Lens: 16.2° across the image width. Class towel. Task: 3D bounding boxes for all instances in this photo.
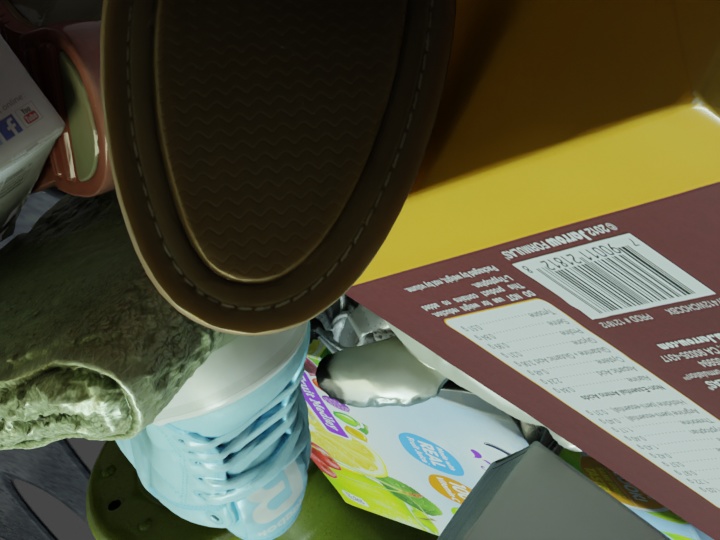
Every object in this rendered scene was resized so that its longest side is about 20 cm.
[{"bbox_3d":[-0.083,0.007,0.811,0.036,0.148,0.200,53,148,-16],"label":"towel"}]

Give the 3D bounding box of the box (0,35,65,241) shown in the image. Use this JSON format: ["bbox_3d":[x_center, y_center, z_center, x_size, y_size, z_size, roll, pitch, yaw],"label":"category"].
[{"bbox_3d":[-0.174,-0.099,0.817,0.200,0.036,0.144,55,161,3],"label":"box"}]

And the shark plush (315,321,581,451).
[{"bbox_3d":[0.077,0.005,0.808,0.200,0.083,0.091,15,132,15],"label":"shark plush"}]

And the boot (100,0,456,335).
[{"bbox_3d":[-0.030,-0.058,0.604,0.074,0.200,0.155,7,157,-10],"label":"boot"}]

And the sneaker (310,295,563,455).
[{"bbox_3d":[0.000,0.000,0.879,0.200,0.082,0.075,21,161,22],"label":"sneaker"}]

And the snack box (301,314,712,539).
[{"bbox_3d":[0.060,0.059,0.980,0.200,0.068,0.169,15,158,30],"label":"snack box"}]

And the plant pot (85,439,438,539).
[{"bbox_3d":[-0.027,0.142,1.172,0.200,0.200,0.193,10,144,44],"label":"plant pot"}]

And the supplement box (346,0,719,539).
[{"bbox_3d":[0.126,-0.019,0.560,0.200,0.133,0.197,34,161,-17],"label":"supplement box"}]

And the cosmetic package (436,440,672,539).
[{"bbox_3d":[0.117,0.138,0.847,0.200,0.051,0.083,36,170,0],"label":"cosmetic package"}]

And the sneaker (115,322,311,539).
[{"bbox_3d":[-0.040,0.051,0.862,0.082,0.074,0.200,53,169,-2],"label":"sneaker"}]

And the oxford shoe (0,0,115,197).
[{"bbox_3d":[-0.085,-0.064,0.851,0.200,0.074,0.071,-151,48,-63],"label":"oxford shoe"}]
